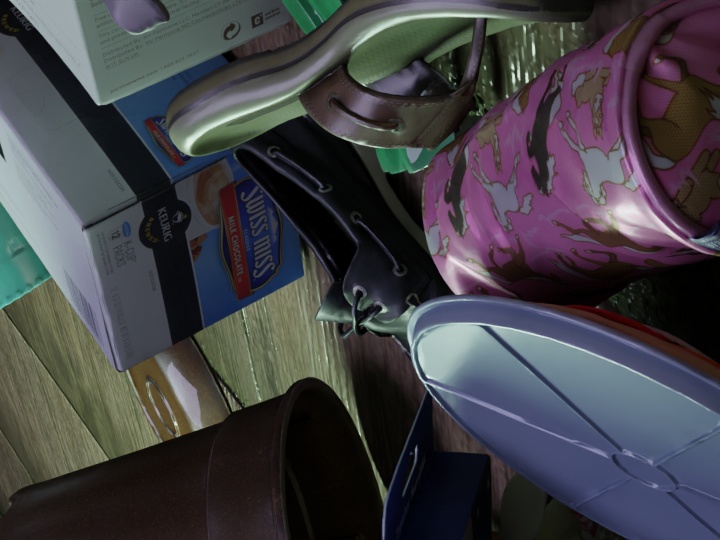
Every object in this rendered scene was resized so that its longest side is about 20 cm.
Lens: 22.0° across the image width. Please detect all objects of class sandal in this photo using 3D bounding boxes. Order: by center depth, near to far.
[{"bbox_3d":[0.009,-0.068,0.704,0.200,0.080,0.058,-19,82,43],"label":"sandal"}]

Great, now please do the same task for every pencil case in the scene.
[{"bbox_3d":[0.086,-0.030,0.628,0.200,0.082,0.087,156,102,-71],"label":"pencil case"}]

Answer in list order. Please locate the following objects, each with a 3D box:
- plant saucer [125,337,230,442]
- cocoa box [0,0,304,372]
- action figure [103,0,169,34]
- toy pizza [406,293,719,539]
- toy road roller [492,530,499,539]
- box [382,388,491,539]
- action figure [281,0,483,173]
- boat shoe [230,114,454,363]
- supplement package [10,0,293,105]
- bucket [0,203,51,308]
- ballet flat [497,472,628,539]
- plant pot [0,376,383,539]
[{"bbox_3d":[-0.151,0.107,1.525,0.200,0.032,0.201,53,160,29],"label":"plant saucer"},{"bbox_3d":[-0.140,-0.070,1.096,0.200,0.131,0.134,49,157,35],"label":"cocoa box"},{"bbox_3d":[-0.027,-0.188,0.603,0.104,0.194,0.201,14,118,15],"label":"action figure"},{"bbox_3d":[0.108,0.059,0.666,0.199,0.032,0.200,28,162,10],"label":"toy pizza"},{"bbox_3d":[0.077,0.224,0.945,0.201,0.122,0.146,59,146,10],"label":"toy road roller"},{"bbox_3d":[0.034,0.164,0.798,0.121,0.032,0.201,-61,-29,-66],"label":"box"},{"bbox_3d":[-0.013,-0.139,0.789,0.201,0.055,0.118,61,164,-6],"label":"action figure"},{"bbox_3d":[0.000,-0.001,0.917,0.200,0.066,0.075,60,161,9],"label":"boat shoe"},{"bbox_3d":[-0.117,-0.203,0.881,0.117,0.117,0.201,48,156,39],"label":"supplement package"},{"bbox_3d":[-0.320,-0.047,1.514,0.135,0.207,0.207,61,162,-15],"label":"bucket"},{"bbox_3d":[0.089,0.115,0.841,0.076,0.064,0.201,53,160,34],"label":"ballet flat"},{"bbox_3d":[-0.100,0.181,1.103,0.200,0.197,0.202,-13,-90,-75],"label":"plant pot"}]
